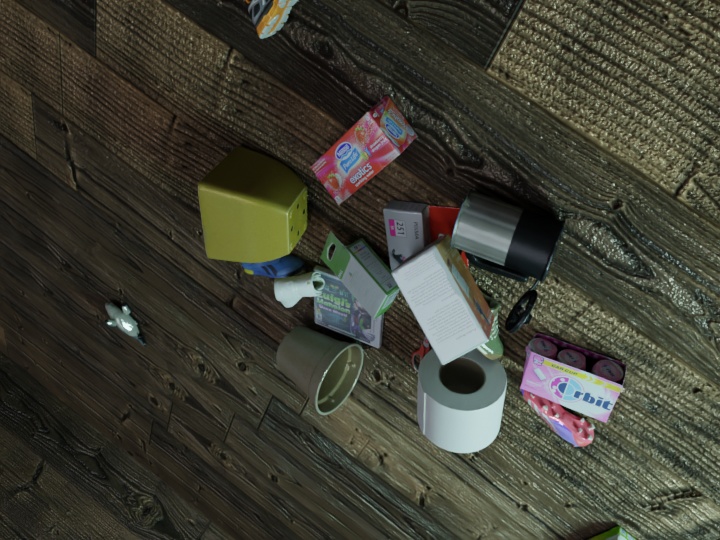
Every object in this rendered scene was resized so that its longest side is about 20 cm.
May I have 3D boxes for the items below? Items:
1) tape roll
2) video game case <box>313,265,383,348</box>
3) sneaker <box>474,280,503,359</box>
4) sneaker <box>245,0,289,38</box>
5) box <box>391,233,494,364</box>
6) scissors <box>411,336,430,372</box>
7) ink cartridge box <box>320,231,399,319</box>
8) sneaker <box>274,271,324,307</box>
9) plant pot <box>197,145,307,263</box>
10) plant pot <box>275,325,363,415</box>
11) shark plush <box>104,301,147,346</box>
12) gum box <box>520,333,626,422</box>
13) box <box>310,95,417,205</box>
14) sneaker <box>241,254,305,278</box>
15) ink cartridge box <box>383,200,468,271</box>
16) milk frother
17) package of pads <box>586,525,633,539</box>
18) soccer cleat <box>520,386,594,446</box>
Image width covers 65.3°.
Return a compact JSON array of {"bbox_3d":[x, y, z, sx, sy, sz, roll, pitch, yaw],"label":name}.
[{"bbox_3d":[0.226,0.285,1.275,0.198,0.204,0.142,15,131,23],"label":"tape roll"},{"bbox_3d":[-0.032,0.094,1.426,0.195,0.023,0.186,19,130,21],"label":"video game case"},{"bbox_3d":[0.267,0.104,1.207,0.089,0.068,0.201,-31,107,34],"label":"sneaker"},{"bbox_3d":[-0.150,-0.517,1.020,0.198,0.078,0.078,-33,93,42],"label":"sneaker"},{"bbox_3d":[0.167,0.051,1.103,0.105,0.152,0.203,-30,92,21],"label":"box"},{"bbox_3d":[0.154,0.179,1.373,0.071,0.014,0.204,13,130,28],"label":"scissors"},{"bbox_3d":[0.000,0.000,1.289,0.201,0.059,0.105,48,145,16],"label":"ink cartridge box"},{"bbox_3d":[-0.141,0.048,1.397,0.112,0.200,0.076,-7,86,2],"label":"sneaker"},{"bbox_3d":[-0.227,-0.135,1.278,0.194,0.196,0.200,15,130,11],"label":"plant pot"},{"bbox_3d":[-0.120,0.245,1.497,0.181,0.199,0.205,27,134,28],"label":"plant pot"},{"bbox_3d":[-0.832,0.188,2.018,0.082,0.092,0.200,7,149,52],"label":"shark plush"},{"bbox_3d":[0.438,0.221,1.182,0.195,0.066,0.116,19,132,21],"label":"gum box"},{"bbox_3d":[0.003,-0.234,1.110,0.100,0.096,0.198,50,134,-8],"label":"box"},{"bbox_3d":[-0.232,-0.031,1.436,0.195,0.066,0.080,6,122,30],"label":"sneaker"},{"bbox_3d":[0.142,-0.043,1.199,0.169,0.044,0.205,10,127,29],"label":"ink cartridge box"},{"bbox_3d":[0.253,-0.017,1.037,0.184,0.201,0.184,21,136,18],"label":"milk frother"},{"bbox_3d":[0.651,0.753,1.434,0.153,0.068,0.202,37,135,5],"label":"package of pads"},{"bbox_3d":[0.435,0.328,1.268,0.198,0.067,0.077,36,139,1],"label":"soccer cleat"}]
